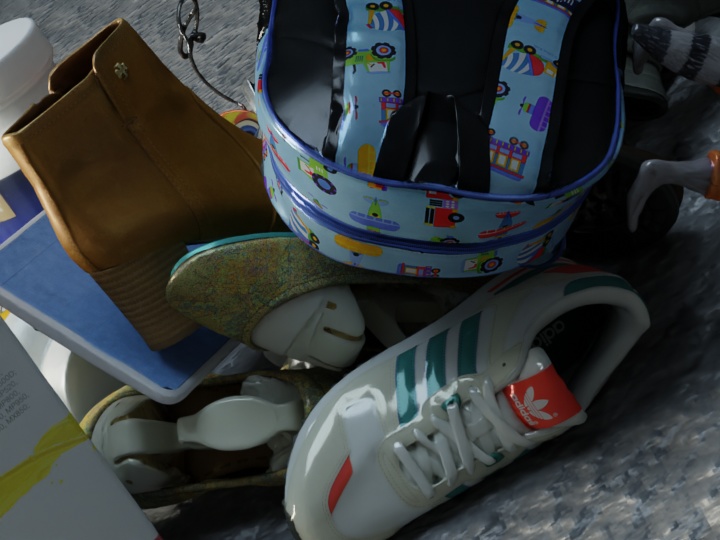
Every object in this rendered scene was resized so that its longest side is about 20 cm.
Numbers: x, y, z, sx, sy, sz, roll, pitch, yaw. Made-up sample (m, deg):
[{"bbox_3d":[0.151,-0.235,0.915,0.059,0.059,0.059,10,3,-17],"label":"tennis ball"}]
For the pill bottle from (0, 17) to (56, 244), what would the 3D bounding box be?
[{"bbox_3d":[-0.196,-0.058,1.505,0.116,0.200,0.116,-29,22,13],"label":"pill bottle"}]

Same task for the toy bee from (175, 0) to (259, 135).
[{"bbox_3d":[-0.079,-0.058,1.431,0.109,0.200,0.131,11,21,13],"label":"toy bee"}]

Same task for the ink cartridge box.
[{"bbox_3d":[-0.185,0.104,1.145,0.083,0.200,0.145,-41,23,-19],"label":"ink cartridge box"}]

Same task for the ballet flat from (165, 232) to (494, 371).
[{"bbox_3d":[0.001,0.020,1.135,0.200,0.071,0.071,1,-2,-37],"label":"ballet flat"}]

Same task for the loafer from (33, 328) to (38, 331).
[{"bbox_3d":[-0.110,-0.025,1.286,0.072,0.073,0.200,8,38,21],"label":"loafer"}]

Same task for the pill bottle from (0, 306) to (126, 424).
[{"bbox_3d":[-0.184,0.059,1.359,0.113,0.113,0.200,-44,24,-25],"label":"pill bottle"}]

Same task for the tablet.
[{"bbox_3d":[-0.096,-0.013,1.214,0.200,0.130,0.014,-45,-19,-45],"label":"tablet"}]

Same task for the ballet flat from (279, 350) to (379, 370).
[{"bbox_3d":[0.000,0.000,1.236,0.200,0.057,0.066,-58,21,9],"label":"ballet flat"}]

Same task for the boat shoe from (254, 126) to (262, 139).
[{"bbox_3d":[-0.034,-0.070,1.338,0.200,0.072,0.072,-56,12,5],"label":"boat shoe"}]

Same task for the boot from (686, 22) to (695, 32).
[{"bbox_3d":[0.106,-0.123,1.350,0.090,0.073,0.200,-20,-4,44],"label":"boot"}]

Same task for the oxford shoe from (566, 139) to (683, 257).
[{"bbox_3d":[0.117,-0.058,1.243,0.084,0.073,0.200,-39,22,-19],"label":"oxford shoe"}]

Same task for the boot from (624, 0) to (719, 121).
[{"bbox_3d":[0.165,-0.134,1.279,0.068,0.200,0.131,122,159,-57],"label":"boot"}]

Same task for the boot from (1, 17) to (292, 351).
[{"bbox_3d":[-0.081,-0.068,1.166,0.071,0.144,0.201,-13,23,46],"label":"boot"}]

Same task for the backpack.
[{"bbox_3d":[0.034,-0.068,1.078,0.183,0.135,0.200,9,39,-3],"label":"backpack"}]

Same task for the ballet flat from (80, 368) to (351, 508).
[{"bbox_3d":[-0.085,0.084,1.183,0.200,0.071,0.071,-10,31,32],"label":"ballet flat"}]

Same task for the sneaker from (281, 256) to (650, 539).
[{"bbox_3d":[0.052,0.062,1.078,0.200,0.070,0.093,-37,16,-17],"label":"sneaker"}]

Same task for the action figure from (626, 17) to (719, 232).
[{"bbox_3d":[0.216,-0.055,1.029,0.193,0.105,0.200,1,35,8],"label":"action figure"}]

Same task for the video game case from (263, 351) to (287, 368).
[{"bbox_3d":[0.006,-0.055,1.366,0.182,0.024,0.200,-52,15,22],"label":"video game case"}]
